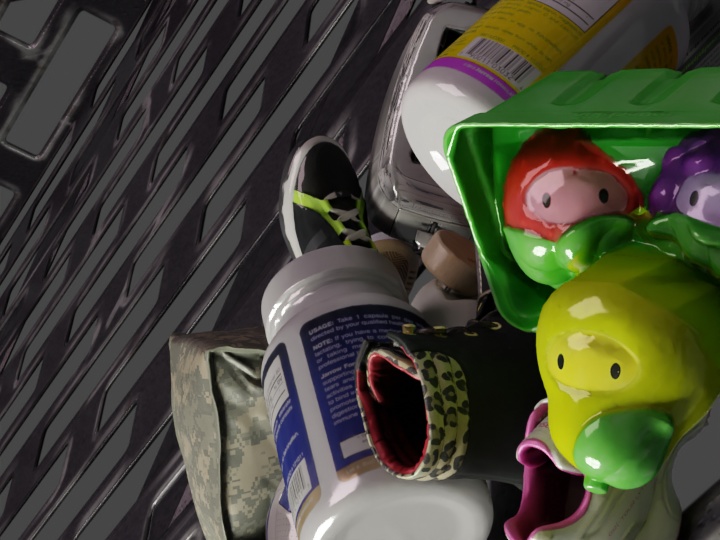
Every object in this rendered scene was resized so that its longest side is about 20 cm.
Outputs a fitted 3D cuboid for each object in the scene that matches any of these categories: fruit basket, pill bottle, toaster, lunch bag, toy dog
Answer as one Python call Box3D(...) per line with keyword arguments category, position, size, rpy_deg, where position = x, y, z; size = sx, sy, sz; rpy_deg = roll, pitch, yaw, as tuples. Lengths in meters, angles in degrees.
Box3D(category="fruit basket", position=(0.139, -0.002, 0.863), size=(0.215, 0.156, 0.216), rpy_deg=(-15, 32, 10))
Box3D(category="pill bottle", position=(0.123, -0.127, 1.026), size=(0.200, 0.104, 0.104), rpy_deg=(-43, 10, -23))
Box3D(category="toaster", position=(0.073, -0.109, 1.245), size=(0.129, 0.113, 0.201), rpy_deg=(125, 162, -86))
Box3D(category="lunch bag", position=(-0.084, 0.150, 1.399), size=(0.164, 0.117, 0.201), rpy_deg=(-176, 82, -73))
Box3D(category="toy dog", position=(0.087, 0.067, 1.139), size=(0.132, 0.096, 0.201), rpy_deg=(-45, 41, 38))
Box3D(category="pill bottle", position=(0.002, 0.086, 1.059), size=(0.116, 0.115, 0.200), rpy_deg=(-52, 37, 32))

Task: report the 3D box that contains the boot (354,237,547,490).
Box3D(category="boot", position=(0.067, 0.034, 0.989), size=(0.073, 0.153, 0.204), rpy_deg=(-36, 56, 42))

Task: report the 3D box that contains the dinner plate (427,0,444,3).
Box3D(category="dinner plate", position=(0.131, -0.246, 1.236), size=(0.200, 0.024, 0.200), rpy_deg=(-27, 11, 6))

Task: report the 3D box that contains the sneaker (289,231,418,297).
Box3D(category="sneaker", position=(-0.013, 0.004, 1.483), size=(0.200, 0.070, 0.109), rpy_deg=(-51, 24, 43))

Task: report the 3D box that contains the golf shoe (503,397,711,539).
Box3D(category="golf shoe", position=(0.134, 0.077, 0.929), size=(0.075, 0.091, 0.201), rpy_deg=(-14, 57, 55))

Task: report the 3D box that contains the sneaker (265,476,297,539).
Box3D(category="sneaker", position=(-0.020, 0.233, 1.209), size=(0.115, 0.080, 0.200), rpy_deg=(-21, 53, 59))

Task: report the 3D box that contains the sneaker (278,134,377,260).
Box3D(category="sneaker", position=(0.000, 0.000, 1.239), size=(0.083, 0.072, 0.201), rpy_deg=(-8, 91, 45))

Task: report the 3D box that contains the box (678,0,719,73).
Box3D(category="box", position=(0.192, -0.064, 1.059), size=(0.156, 0.041, 0.200), rpy_deg=(-49, 22, 41))
